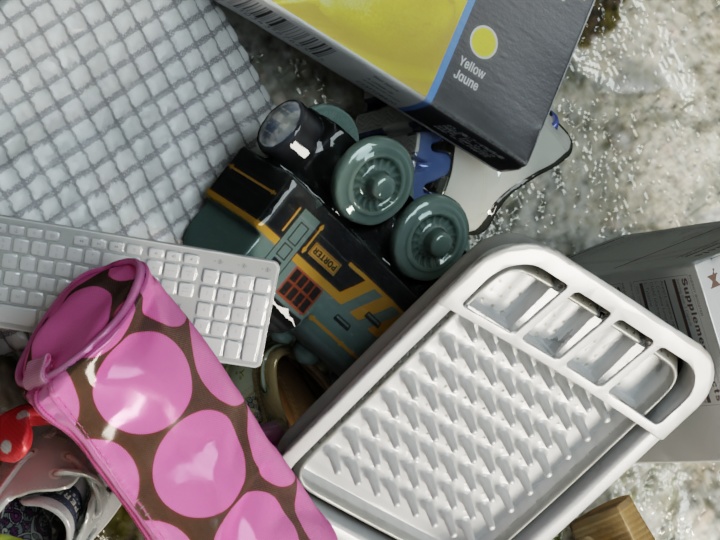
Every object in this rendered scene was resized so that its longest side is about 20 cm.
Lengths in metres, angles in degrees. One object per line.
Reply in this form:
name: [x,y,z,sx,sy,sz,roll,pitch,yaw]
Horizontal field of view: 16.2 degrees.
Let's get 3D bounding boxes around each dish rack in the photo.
dish rack: [0.062,0.070,1.292,0.171,0.044,0.200,30,113,-35]

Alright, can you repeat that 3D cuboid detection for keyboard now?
keyboard: [-0.141,0.006,1.218,0.199,0.011,0.057,9,105,-6]

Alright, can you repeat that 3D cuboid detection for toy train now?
toy train: [0.000,0.000,1.301,0.114,0.085,0.200,-50,127,-4]

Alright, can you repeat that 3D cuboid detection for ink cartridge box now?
ink cartridge box: [0.042,-0.185,1.337,0.197,0.047,0.201,29,76,-23]

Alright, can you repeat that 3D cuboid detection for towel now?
towel: [-0.148,-0.069,1.287,0.200,0.085,0.166,-37,108,-26]

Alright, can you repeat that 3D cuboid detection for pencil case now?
pencil case: [-0.087,0.095,1.205,0.094,0.091,0.200,-45,114,-26]

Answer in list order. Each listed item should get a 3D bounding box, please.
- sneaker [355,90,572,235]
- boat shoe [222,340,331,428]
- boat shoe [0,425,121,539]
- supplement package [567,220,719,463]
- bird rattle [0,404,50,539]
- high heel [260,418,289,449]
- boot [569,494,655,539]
sneaker: [0.062,-0.107,1.420,0.115,0.080,0.201,18,77,-36]
boat shoe: [-0.008,0.123,1.361,0.073,0.063,0.200,-46,108,-25]
boat shoe: [-0.161,0.122,1.270,0.200,0.068,0.072,-47,108,-25]
supplement package: [0.179,0.038,1.397,0.113,0.200,0.110,-21,96,-29]
bird rattle: [-0.220,0.122,1.191,0.113,0.163,0.201,39,23,-32]
high heel: [-0.073,0.179,1.307,0.095,0.067,0.201,-12,109,-29]
boot: [0.135,0.218,1.401,0.201,0.071,0.145,-24,88,-54]
